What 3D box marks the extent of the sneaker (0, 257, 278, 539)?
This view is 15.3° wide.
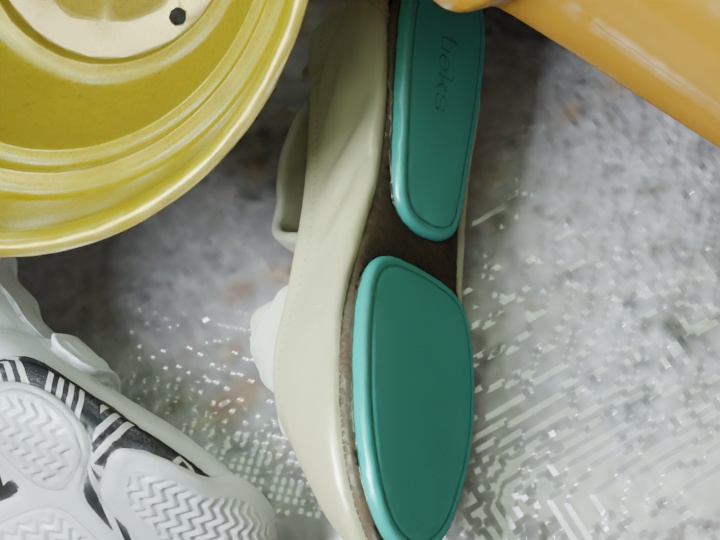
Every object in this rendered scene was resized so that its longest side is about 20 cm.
[{"bbox_3d":[-0.108,0.023,0.816,0.199,0.075,0.115,24,41,-3],"label":"sneaker"}]

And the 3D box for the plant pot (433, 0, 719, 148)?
[{"bbox_3d":[0.119,-0.118,0.765,0.183,0.200,0.200,43,77,-11],"label":"plant pot"}]

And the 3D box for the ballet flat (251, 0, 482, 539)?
[{"bbox_3d":[0.000,0.000,0.815,0.069,0.070,0.201,1,63,13],"label":"ballet flat"}]

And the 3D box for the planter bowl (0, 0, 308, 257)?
[{"bbox_3d":[-0.091,-0.107,0.802,0.199,0.083,0.201,1,94,20],"label":"planter bowl"}]
